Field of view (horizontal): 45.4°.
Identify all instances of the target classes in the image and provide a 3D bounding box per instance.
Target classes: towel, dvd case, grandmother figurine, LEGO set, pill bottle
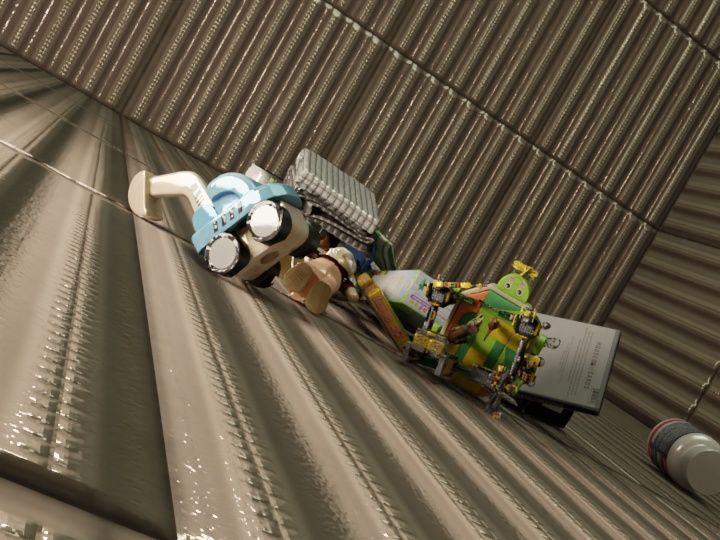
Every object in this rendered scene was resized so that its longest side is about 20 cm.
[{"bbox_3d":[0.009,-0.079,1.680,0.201,0.023,0.153,54,-10,29],"label":"towel"},{"bbox_3d":[0.298,0.140,1.373,0.198,0.151,0.025,12,-33,23],"label":"dvd case"},{"bbox_3d":[-0.051,0.004,1.213,0.122,0.060,0.200,53,15,2],"label":"grandmother figurine"},{"bbox_3d":[0.146,0.091,1.158,0.199,0.155,0.116,28,2,17],"label":"LEGO set"},{"bbox_3d":[-0.051,-0.117,1.468,0.165,0.086,0.200,33,16,-15],"label":"towel"},{"bbox_3d":[0.676,0.385,1.768,0.119,0.120,0.200,30,3,-1],"label":"pill bottle"}]

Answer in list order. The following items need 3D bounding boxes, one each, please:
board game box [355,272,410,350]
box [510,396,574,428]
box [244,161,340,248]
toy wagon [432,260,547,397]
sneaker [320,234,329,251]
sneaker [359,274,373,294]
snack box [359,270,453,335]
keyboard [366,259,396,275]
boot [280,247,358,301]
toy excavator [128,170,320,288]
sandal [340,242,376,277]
[{"bbox_3d":[0.035,0.062,1.328,0.096,0.030,0.200,60,-4,-10],"label":"board game box"},{"bbox_3d":[0.275,0.169,1.507,0.148,0.108,0.199,26,4,-46],"label":"box"},{"bbox_3d":[-0.141,-0.098,1.652,0.199,0.125,0.149,32,3,7],"label":"box"},{"bbox_3d":[0.189,0.080,1.237,0.154,0.201,0.040,31,18,15],"label":"toy wagon"},{"bbox_3d":[-0.133,-0.074,1.484,0.199,0.085,0.073,26,39,18],"label":"sneaker"},{"bbox_3d":[0.028,0.027,1.755,0.090,0.067,0.200,35,3,-36],"label":"sneaker"},{"bbox_3d":[0.111,0.069,1.472,0.168,0.068,0.200,33,-13,-16],"label":"snack box"},{"bbox_3d":[0.000,0.000,1.712,0.056,0.011,0.199,13,18,29],"label":"keyboard"},{"bbox_3d":[-0.101,-0.027,1.384,0.200,0.072,0.154,42,10,37],"label":"boot"},{"bbox_3d":[-0.171,-0.072,1.036,0.201,0.194,0.100,62,17,22],"label":"toy excavator"},{"bbox_3d":[-0.032,-0.018,1.574,0.079,0.088,0.200,33,20,17],"label":"sandal"}]
